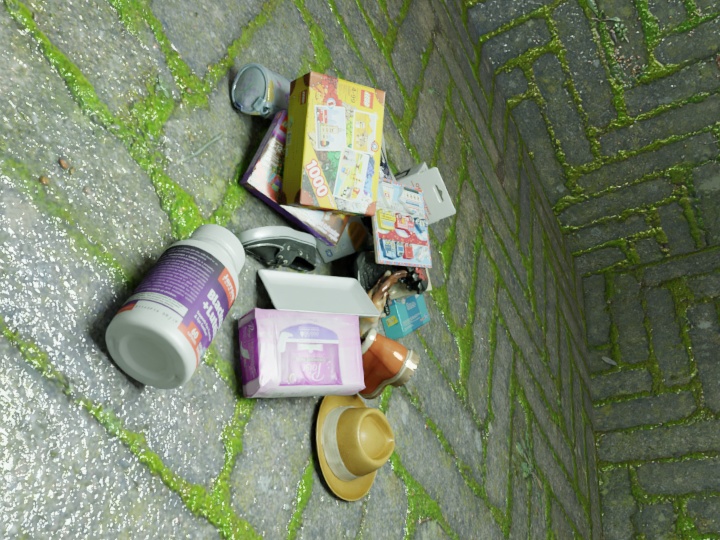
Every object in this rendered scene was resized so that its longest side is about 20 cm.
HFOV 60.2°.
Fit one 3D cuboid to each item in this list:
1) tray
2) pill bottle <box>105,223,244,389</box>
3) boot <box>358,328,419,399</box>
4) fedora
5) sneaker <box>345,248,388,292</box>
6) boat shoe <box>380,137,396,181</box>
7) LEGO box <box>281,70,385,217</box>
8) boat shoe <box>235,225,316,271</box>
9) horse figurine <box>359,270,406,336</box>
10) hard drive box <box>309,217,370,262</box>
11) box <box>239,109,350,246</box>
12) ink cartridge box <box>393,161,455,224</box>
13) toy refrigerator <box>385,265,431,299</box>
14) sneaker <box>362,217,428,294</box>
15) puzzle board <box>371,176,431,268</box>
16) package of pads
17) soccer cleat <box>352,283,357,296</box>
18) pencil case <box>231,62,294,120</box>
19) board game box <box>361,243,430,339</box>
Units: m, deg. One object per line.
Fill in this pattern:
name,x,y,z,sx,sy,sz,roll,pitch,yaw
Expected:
tray,-0.069,0.044,1.019,0.195,0.023,0.108,6,32,-34
pill bottle,-0.217,0.035,0.773,0.113,0.109,0.203,56,33,-28
boot,0.015,0.156,1.068,0.106,0.200,0.076,32,59,-7
fedora,0.002,0.291,1.064,0.200,0.080,0.207,36,46,-49
sneaker,0.000,0.000,1.185,0.077,0.086,0.200,-55,161,-8
boat shoe,0.017,-0.204,1.252,0.092,0.073,0.206,4,66,-53
LEGO box,-0.044,-0.200,1.019,0.145,0.076,0.208,4,90,-32
boat shoe,-0.128,-0.033,1.017,0.198,0.067,0.059,6,70,-62
horse figurine,0.023,0.084,1.154,0.049,0.204,0.133,28,34,12
hard drive box,-0.058,-0.146,1.191,0.204,0.075,0.157,62,30,-20
box,-0.092,-0.153,1.060,0.198,0.039,0.140,33,75,-29
ink cartridge box,0.108,-0.156,1.365,0.118,0.195,0.068,61,31,-19
toy refrigerator,0.085,-0.049,1.303,0.069,0.074,0.207,0,75,-59
sneaker,0.088,-0.055,1.215,0.097,0.070,0.204,-37,102,-32
puzzle board,0.078,-0.086,1.133,0.198,0.017,0.156,4,79,-57
package of pads,-0.086,0.128,0.940,0.195,0.075,0.125,7,68,-36
soccer cleat,-0.051,0.107,1.088,0.085,0.063,0.203,101,12,-50
pencil case,-0.140,-0.304,1.109,0.090,0.084,0.198,40,19,20
board game box,0.081,0.035,1.376,0.150,0.046,0.206,-16,90,-61
